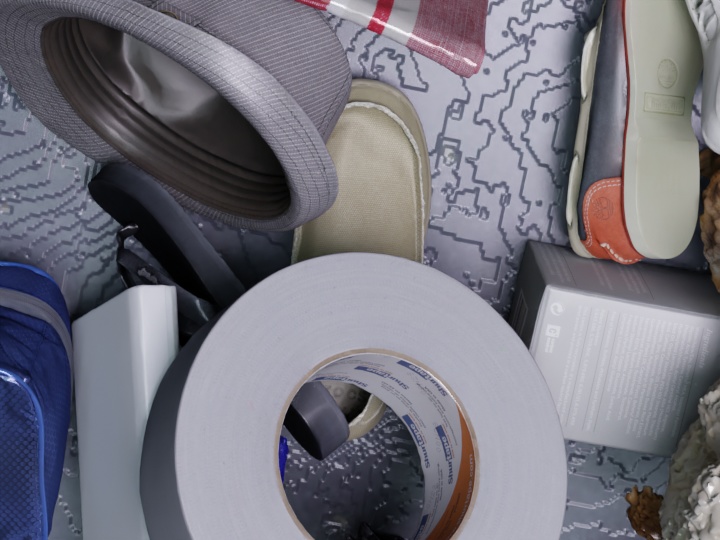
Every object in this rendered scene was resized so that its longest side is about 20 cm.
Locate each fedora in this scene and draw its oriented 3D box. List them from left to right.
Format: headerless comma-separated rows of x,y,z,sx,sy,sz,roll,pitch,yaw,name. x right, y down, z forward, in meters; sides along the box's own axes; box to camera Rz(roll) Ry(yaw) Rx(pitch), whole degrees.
-0.082,-0.107,1.075,0.199,0.177,0.091,21,63,28,fedora

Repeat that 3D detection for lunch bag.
-0.251,0.071,1.106,0.198,0.133,0.137,4,117,-3,lunch bag

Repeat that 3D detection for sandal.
-0.083,0.020,1.091,0.043,0.076,0.200,-37,70,-13,sandal

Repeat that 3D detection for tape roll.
-0.003,0.096,1.012,0.199,0.066,0.202,6,74,-20,tape roll

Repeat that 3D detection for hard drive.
-0.117,0.117,1.080,0.026,0.132,0.202,0,80,-22,hard drive

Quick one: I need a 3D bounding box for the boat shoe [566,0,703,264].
0.144,-0.104,1.107,0.071,0.062,0.202,6,86,-37,boat shoe

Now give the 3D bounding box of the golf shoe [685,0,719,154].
0.188,-0.139,1.061,0.091,0.073,0.201,21,56,-5,golf shoe

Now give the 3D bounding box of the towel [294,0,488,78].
-0.029,-0.162,1.055,0.199,0.144,0.023,22,117,-5,towel

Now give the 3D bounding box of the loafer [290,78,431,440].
0.000,0.000,1.125,0.075,0.068,0.202,3,102,-2,loafer

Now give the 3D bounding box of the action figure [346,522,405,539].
-0.017,0.246,1.155,0.102,0.119,0.201,31,94,-2,action figure

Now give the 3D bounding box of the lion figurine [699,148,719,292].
0.234,-0.076,1.087,0.072,0.123,0.201,26,99,-6,lion figurine

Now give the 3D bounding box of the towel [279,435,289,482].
-0.093,0.161,1.130,0.049,0.147,0.202,2,105,-36,towel

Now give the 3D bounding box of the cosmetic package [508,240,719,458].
0.179,0.050,1.121,0.198,0.107,0.091,14,103,-2,cosmetic package

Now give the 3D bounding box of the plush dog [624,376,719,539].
0.218,0.076,1.022,0.199,0.160,0.173,28,88,-36,plush dog
